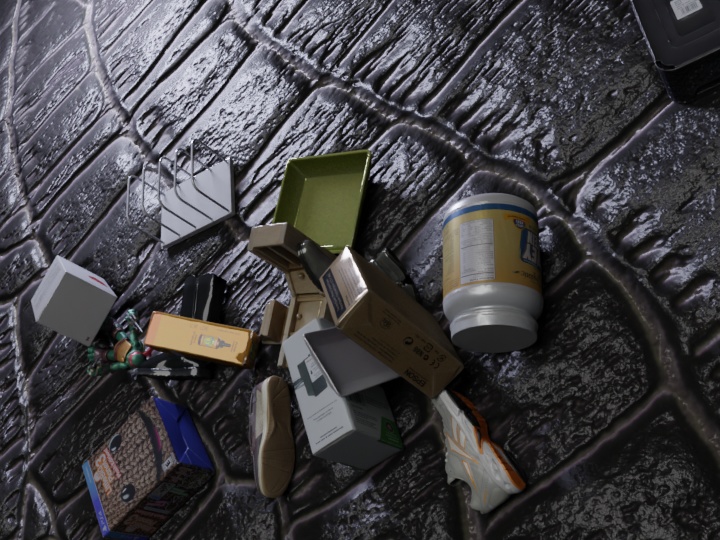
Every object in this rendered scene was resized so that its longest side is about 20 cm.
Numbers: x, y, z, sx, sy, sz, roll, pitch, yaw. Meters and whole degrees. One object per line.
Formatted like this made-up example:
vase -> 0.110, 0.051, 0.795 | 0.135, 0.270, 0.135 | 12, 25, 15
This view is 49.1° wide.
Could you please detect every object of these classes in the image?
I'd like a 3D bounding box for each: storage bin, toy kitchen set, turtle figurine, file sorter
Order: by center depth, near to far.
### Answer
storage bin -> 0.484, -0.365, 1.150 | 0.134, 0.094, 0.202 | -23, 57, 25
toy kitchen set -> -0.150, 0.054, 1.347 | 0.162, 0.180, 0.202 | -5, 65, 34
turtle figurine -> -0.485, 0.159, 1.589 | 0.199, 0.101, 0.150 | 10, 60, 53
file sorter -> -0.378, -0.162, 1.645 | 0.199, 0.124, 0.140 | -23, 57, 26

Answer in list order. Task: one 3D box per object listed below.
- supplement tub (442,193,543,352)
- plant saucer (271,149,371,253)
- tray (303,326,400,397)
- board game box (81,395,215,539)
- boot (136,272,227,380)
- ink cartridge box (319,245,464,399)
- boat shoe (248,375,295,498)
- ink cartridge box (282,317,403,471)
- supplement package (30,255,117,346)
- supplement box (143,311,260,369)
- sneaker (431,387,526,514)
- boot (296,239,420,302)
supplement tub -> 0.192, 0.005, 1.151 | 0.143, 0.144, 0.202 | -12, 63, 30
plant saucer -> -0.067, -0.115, 1.452 | 0.198, 0.048, 0.202 | -1, 69, 35
tray -> -0.009, 0.133, 1.189 | 0.022, 0.199, 0.108 | -42, 72, 27
board game box -> -0.385, 0.359, 1.425 | 0.200, 0.097, 0.160 | -45, 51, 9
boot -> -0.347, 0.109, 1.529 | 0.163, 0.066, 0.202 | -3, 73, 21
ink cartridge box -> 0.042, 0.075, 1.159 | 0.075, 0.200, 0.165 | -48, 23, 9
boat shoe -> -0.156, 0.280, 1.322 | 0.064, 0.072, 0.202 | -24, 60, 39
ink cartridge box -> -0.029, 0.191, 1.220 | 0.083, 0.146, 0.201 | -34, 52, 19
supplement package -> -0.607, 0.061, 1.664 | 0.121, 0.121, 0.200 | -60, 28, -4
supplement box -> -0.287, 0.129, 1.436 | 0.198, 0.069, 0.067 | 10, 73, 13
sneaker -> 0.142, 0.252, 1.120 | 0.092, 0.075, 0.201 | -46, 49, 14
boot -> 0.000, 0.000, 1.280 | 0.130, 0.200, 0.068 | -36, 17, 17
